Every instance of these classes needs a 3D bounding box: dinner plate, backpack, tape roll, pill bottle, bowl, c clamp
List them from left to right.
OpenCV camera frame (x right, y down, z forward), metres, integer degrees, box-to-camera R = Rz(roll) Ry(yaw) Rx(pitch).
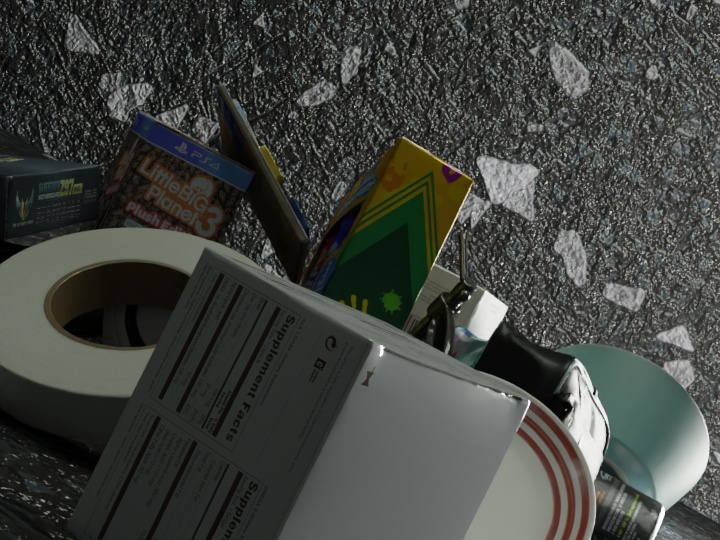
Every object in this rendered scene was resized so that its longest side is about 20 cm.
[{"bbox_3d":[-0.149,0.036,0.863,0.201,0.037,0.203,5,31,-3],"label":"tape roll"},{"bbox_3d":[0.029,0.083,1.077,0.027,0.200,0.171,34,25,-16],"label":"c clamp"},{"bbox_3d":[0.063,0.149,0.925,0.199,0.200,0.024,28,-40,16],"label":"dinner plate"},{"bbox_3d":[0.115,0.151,1.084,0.150,0.178,0.200,25,-13,36],"label":"backpack"},{"bbox_3d":[0.168,0.214,1.230,0.199,0.107,0.106,28,2,13],"label":"pill bottle"},{"bbox_3d":[0.230,0.183,1.314,0.200,0.202,0.105,28,41,14],"label":"bowl"}]

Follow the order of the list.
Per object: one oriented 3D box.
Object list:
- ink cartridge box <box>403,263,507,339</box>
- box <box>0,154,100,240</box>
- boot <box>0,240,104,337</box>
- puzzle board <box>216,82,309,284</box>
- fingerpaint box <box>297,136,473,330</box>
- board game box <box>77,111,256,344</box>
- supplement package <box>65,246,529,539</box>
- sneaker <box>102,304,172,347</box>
[{"bbox_3d":[0.030,0.086,1.333,0.146,0.201,0.146,28,0,17],"label":"ink cartridge box"},{"bbox_3d":[-0.307,-0.063,1.039,0.156,0.052,0.200,7,8,8],"label":"box"},{"bbox_3d":[-0.282,0.010,1.033,0.198,0.075,0.097,18,8,16],"label":"boot"},{"bbox_3d":[-0.085,-0.072,1.189,0.152,0.017,0.200,62,-9,7],"label":"puzzle board"},{"bbox_3d":[0.000,0.000,1.117,0.073,0.168,0.200,29,-16,-8],"label":"fingerpaint box"},{"bbox_3d":[-0.190,-0.026,1.176,0.096,0.201,0.159,27,1,-17],"label":"board game box"},{"bbox_3d":[-0.023,0.100,0.696,0.110,0.157,0.200,27,1,31],"label":"supplement package"},{"bbox_3d":[-0.112,0.060,1.013,0.114,0.076,0.200,1,-17,11],"label":"sneaker"}]
